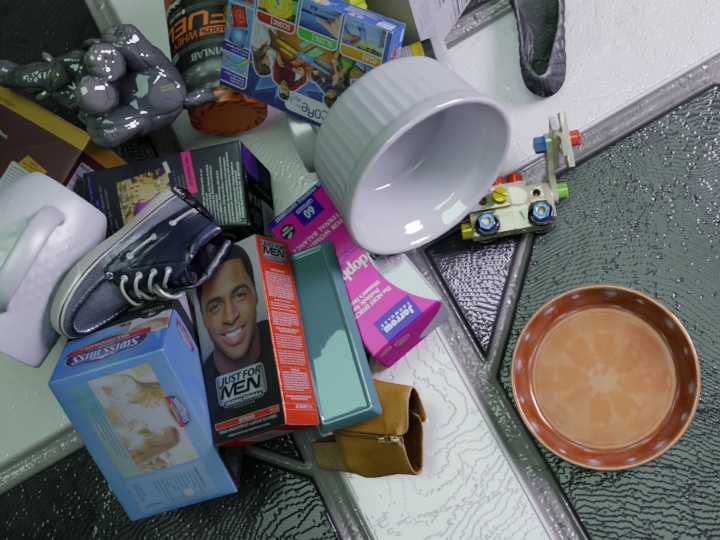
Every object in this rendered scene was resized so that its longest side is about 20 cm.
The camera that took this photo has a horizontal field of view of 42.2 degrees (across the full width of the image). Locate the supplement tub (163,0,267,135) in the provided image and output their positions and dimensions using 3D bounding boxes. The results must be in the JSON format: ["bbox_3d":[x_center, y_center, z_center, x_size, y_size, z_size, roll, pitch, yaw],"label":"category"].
[{"bbox_3d":[-0.175,-0.279,1.156,0.122,0.123,0.201,-13,74,8],"label":"supplement tub"}]

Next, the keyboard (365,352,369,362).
[{"bbox_3d":[-0.070,0.067,1.104,0.199,0.040,0.104,33,108,16],"label":"keyboard"}]

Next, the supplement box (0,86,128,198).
[{"bbox_3d":[-0.427,-0.102,1.160,0.197,0.133,0.201,29,84,17],"label":"supplement box"}]

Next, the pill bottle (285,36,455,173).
[{"bbox_3d":[0.018,-0.190,1.098,0.199,0.114,0.115,-17,74,7],"label":"pill bottle"}]

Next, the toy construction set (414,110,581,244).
[{"bbox_3d":[0.160,-0.103,1.066,0.199,0.092,0.132,-14,73,19],"label":"toy construction set"}]

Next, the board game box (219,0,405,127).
[{"bbox_3d":[-0.057,-0.231,1.007,0.199,0.034,0.136,26,127,17],"label":"board game box"}]

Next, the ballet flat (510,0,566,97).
[{"bbox_3d":[0.215,-0.304,1.114,0.066,0.057,0.201,-8,75,9],"label":"ballet flat"}]

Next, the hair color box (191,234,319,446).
[{"bbox_3d":[-0.114,0.075,0.982,0.101,0.061,0.201,-22,70,29],"label":"hair color box"}]

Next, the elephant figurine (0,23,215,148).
[{"bbox_3d":[-0.303,-0.216,1.079,0.199,0.155,0.142,13,55,49],"label":"elephant figurine"}]

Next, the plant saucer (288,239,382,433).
[{"bbox_3d":[-0.038,0.067,0.991,0.070,0.019,0.201,-20,71,9],"label":"plant saucer"}]

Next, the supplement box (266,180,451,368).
[{"bbox_3d":[0.000,0.000,1.063,0.101,0.103,0.200,-41,74,0],"label":"supplement box"}]

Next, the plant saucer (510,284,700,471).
[{"bbox_3d":[0.264,0.116,1.015,0.199,0.032,0.202,-3,76,12],"label":"plant saucer"}]

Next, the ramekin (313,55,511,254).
[{"bbox_3d":[0.048,-0.122,0.961,0.200,0.201,0.098,-39,59,0],"label":"ramekin"}]

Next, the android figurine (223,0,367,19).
[{"bbox_3d":[-0.071,-0.302,1.033,0.199,0.041,0.183,-21,103,45],"label":"android figurine"}]

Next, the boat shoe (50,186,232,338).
[{"bbox_3d":[-0.223,0.005,0.957,0.093,0.075,0.200,34,77,33],"label":"boat shoe"}]

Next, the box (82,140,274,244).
[{"bbox_3d":[-0.212,-0.069,1.112,0.199,0.122,0.107,-10,75,10],"label":"box"}]

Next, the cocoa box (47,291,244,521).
[{"bbox_3d":[-0.220,0.143,1.007,0.133,0.131,0.201,-17,118,8],"label":"cocoa box"}]

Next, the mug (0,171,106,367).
[{"bbox_3d":[-0.351,-0.009,0.974,0.147,0.200,0.176,34,80,-14],"label":"mug"}]

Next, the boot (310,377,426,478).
[{"bbox_3d":[-0.004,0.127,1.011,0.143,0.071,0.202,-11,97,35],"label":"boot"}]

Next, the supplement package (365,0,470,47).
[{"bbox_3d":[0.031,-0.362,1.091,0.155,0.200,0.111,32,83,18],"label":"supplement package"}]
